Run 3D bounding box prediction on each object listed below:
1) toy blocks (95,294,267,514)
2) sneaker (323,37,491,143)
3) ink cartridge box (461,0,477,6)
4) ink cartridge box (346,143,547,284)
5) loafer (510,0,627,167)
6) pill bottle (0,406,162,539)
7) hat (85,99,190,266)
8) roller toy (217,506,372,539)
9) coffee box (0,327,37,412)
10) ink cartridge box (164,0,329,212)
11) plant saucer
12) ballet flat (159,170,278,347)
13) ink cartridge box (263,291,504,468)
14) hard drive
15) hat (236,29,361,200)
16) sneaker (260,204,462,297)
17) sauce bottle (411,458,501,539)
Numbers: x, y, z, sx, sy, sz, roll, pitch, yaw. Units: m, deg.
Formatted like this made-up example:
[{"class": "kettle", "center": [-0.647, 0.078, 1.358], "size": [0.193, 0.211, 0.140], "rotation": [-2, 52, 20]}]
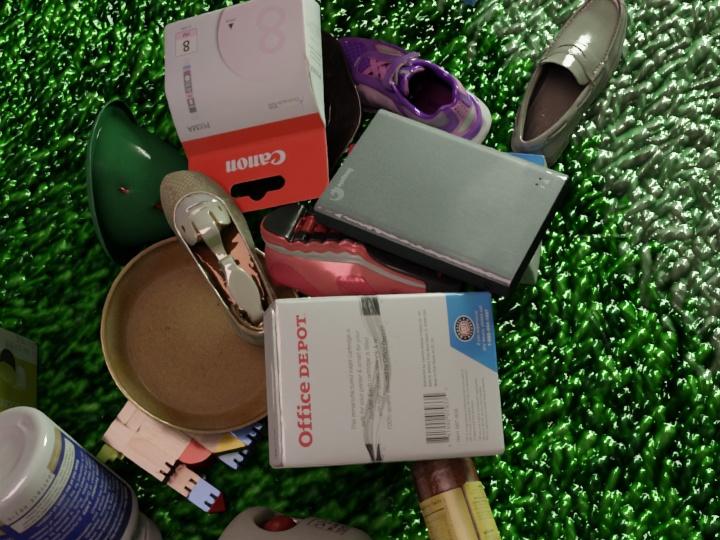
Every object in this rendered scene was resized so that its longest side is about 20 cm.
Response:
[{"class": "toy blocks", "center": [-0.156, 0.147, 1.195], "size": [0.136, 0.100, 0.200], "rotation": [32, 78, 9]}, {"class": "sneaker", "center": [0.041, -0.195, 1.229], "size": [0.200, 0.088, 0.081], "rotation": [31, 87, 23]}, {"class": "ink cartridge box", "center": [0.065, -0.407, 1.249], "size": [0.200, 0.147, 0.146], "rotation": [33, 86, 21]}, {"class": "ink cartridge box", "center": [0.081, -0.058, 1.192], "size": [0.199, 0.067, 0.117], "rotation": [7, 77, 16]}, {"class": "loafer", "center": [0.210, -0.196, 1.193], "size": [0.070, 0.070, 0.201], "rotation": [23, 82, 19]}, {"class": "pill bottle", "center": [-0.282, 0.230, 1.133], "size": [0.119, 0.200, 0.120], "rotation": [-22, 42, 21]}, {"class": "hat", "center": [-0.165, -0.081, 1.228], "size": [0.175, 0.200, 0.166], "rotation": [1, 51, 10]}, {"class": "roller toy", "center": [-0.060, 0.310, 1.067], "size": [0.139, 0.200, 0.183], "rotation": [10, 46, 16]}, {"class": "coffee box", "center": [-0.461, 0.162, 1.209], "size": [0.199, 0.200, 0.199], "rotation": [-8, 74, 12]}, {"class": "ink cartridge box", "center": [-0.114, -0.162, 1.171], "size": [0.162, 0.057, 0.201], "rotation": [-9, 71, 23]}, {"class": "plant saucer", "center": [-0.152, 0.063, 1.162], "size": [0.199, 0.035, 0.201], "rotation": [5, 70, -14]}, {"class": "ballet flat", "center": [-0.129, -0.019, 1.138], "size": [0.067, 0.062, 0.200], "rotation": [-33, 81, -5]}, {"class": "ink cartridge box", "center": [0.017, 0.098, 1.063], "size": [0.199, 0.084, 0.145], "rotation": [-1, 80, -12]}, {"class": "hard drive", "center": [0.075, -0.066, 1.116], "size": [0.199, 0.033, 0.140], "rotation": [22, 58, 18]}, {"class": "hat", "center": [-0.098, -0.173, 1.236], "size": [0.200, 0.081, 0.201], "rotation": [-9, 75, 34]}, {"class": "sneaker", "center": [0.000, 0.000, 1.147], "size": [0.199, 0.087, 0.074], "rotation": [16, 38, 10]}, {"class": "sauce bottle", "center": [0.087, 0.214, 1.121], "size": [0.066, 0.066, 0.201], "rotation": [-20, 70, 9]}]
